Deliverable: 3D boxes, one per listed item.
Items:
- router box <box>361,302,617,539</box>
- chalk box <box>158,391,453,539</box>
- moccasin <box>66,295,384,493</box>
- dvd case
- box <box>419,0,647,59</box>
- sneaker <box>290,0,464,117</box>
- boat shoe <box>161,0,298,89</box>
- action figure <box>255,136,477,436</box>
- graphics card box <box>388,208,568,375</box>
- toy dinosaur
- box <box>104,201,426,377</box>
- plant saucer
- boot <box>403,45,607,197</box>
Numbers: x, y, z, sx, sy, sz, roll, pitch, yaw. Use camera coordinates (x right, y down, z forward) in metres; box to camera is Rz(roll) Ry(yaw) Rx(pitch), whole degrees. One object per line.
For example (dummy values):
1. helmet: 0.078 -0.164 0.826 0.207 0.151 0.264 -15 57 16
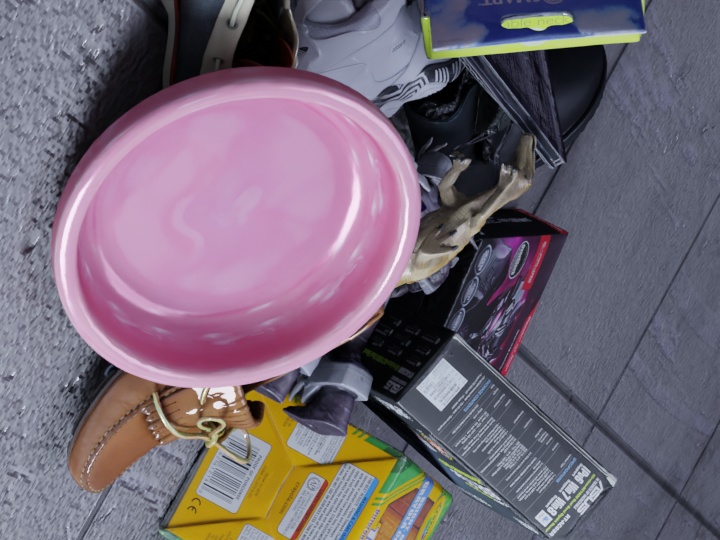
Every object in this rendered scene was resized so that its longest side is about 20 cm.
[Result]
1. router box: 0.066 0.097 1.867 0.062 0.150 0.200 -50 -164 -5
2. chalk box: -0.027 0.166 1.894 0.125 0.124 0.200 -60 160 -5
3. moccasin: -0.077 0.064 1.611 0.201 0.078 0.074 -34 161 -5
4. dvd case: 0.076 -0.164 1.706 0.200 0.016 0.149 45 33 -60
5. box: 0.088 -0.195 1.575 0.048 0.122 0.200 84 1 -58
6. sneaker: 0.014 -0.153 1.652 0.200 0.075 0.115 -39 152 -43
7. boat shoe: -0.064 -0.124 1.516 0.071 0.063 0.200 -54 160 -28
8. action figure: 0.000 0.000 1.791 0.130 0.069 0.200 40 77 -34
9. graphics card box: 0.080 0.020 2.084 0.125 0.051 0.200 -66 159 10
10. toy dinosaur: 0.033 -0.012 1.659 0.200 0.058 0.101 -35 162 -5
11. box: -0.061 0.001 1.660 0.200 0.032 0.121 -39 160 4
12. plant saucer: -0.069 -0.029 1.517 0.200 0.051 0.201 -11 130 -13
13. boot: 0.100 -0.131 1.894 0.200 0.076 0.168 -47 160 -23
